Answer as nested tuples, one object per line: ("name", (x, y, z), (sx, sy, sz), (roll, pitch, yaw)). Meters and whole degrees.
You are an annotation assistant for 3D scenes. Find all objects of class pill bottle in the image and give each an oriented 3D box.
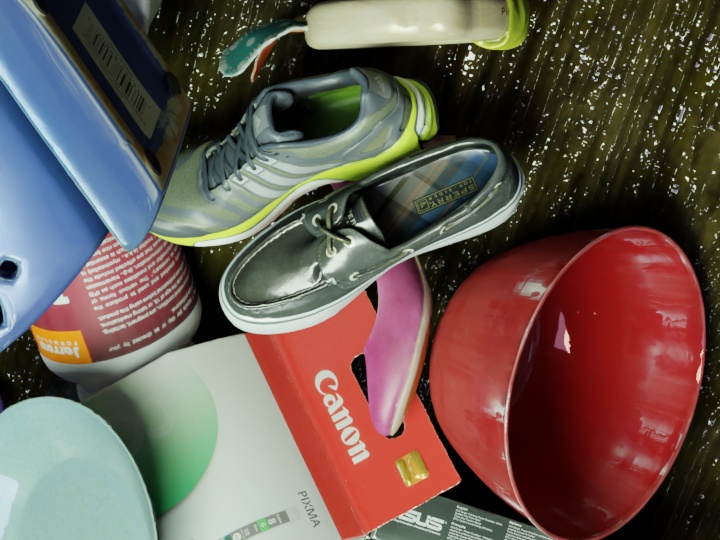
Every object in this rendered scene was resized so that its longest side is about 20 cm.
("pill bottle", (-0.170, 0.000, 1.561), (0.113, 0.113, 0.200), (-8, 118, 20))

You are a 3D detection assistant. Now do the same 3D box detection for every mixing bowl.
("mixing bowl", (0.115, 0.059, 1.493), (0.108, 0.200, 0.200), (17, 129, 41))

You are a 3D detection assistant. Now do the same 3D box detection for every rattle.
("rattle", (0.001, -0.187, 1.429), (0.200, 0.130, 0.143), (4, 114, 44))

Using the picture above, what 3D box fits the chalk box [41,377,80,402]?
("chalk box", (-0.176, 0.177, 1.618), (0.124, 0.200, 0.124), (1, 121, 15))

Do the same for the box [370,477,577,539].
("box", (0.106, 0.193, 1.570), (0.200, 0.048, 0.193), (18, 168, 5))

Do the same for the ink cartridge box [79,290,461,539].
("ink cartridge box", (-0.061, 0.110, 1.495), (0.200, 0.161, 0.050), (-30, 155, 8))

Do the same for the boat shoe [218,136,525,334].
("boat shoe", (0.003, -0.027, 1.436), (0.200, 0.057, 0.069), (-26, 71, 2))

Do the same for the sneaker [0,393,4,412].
("sneaker", (-0.323, 0.069, 1.630), (0.083, 0.081, 0.200), (-19, 154, 32))

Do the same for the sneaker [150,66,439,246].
("sneaker", (-0.057, -0.078, 1.461), (0.200, 0.074, 0.081), (-24, 154, 17))

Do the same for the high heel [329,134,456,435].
("high heel", (0.000, 0.000, 1.486), (0.096, 0.067, 0.200), (8, 80, 4))

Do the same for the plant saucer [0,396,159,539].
("plant saucer", (-0.181, 0.178, 1.485), (0.201, 0.039, 0.201), (-2, 87, 42))

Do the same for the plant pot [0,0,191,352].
("plant pot", (-0.211, -0.082, 1.356), (0.180, 0.200, 0.200), (-29, 110, 15))

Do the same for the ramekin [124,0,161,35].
("ramekin", (-0.211, -0.193, 1.465), (0.200, 0.098, 0.201), (7, 123, 11))
